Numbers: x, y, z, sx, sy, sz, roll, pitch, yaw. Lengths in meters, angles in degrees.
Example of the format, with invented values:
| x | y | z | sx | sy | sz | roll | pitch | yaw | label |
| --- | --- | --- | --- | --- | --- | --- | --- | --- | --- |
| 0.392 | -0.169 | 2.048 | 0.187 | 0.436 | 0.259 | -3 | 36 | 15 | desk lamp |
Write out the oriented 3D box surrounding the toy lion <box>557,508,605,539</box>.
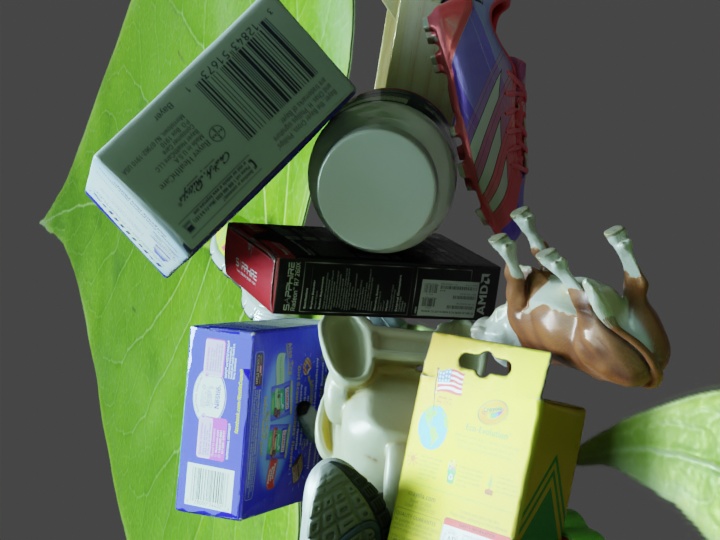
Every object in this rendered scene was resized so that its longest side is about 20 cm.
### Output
| x | y | z | sx | sy | sz | roll | pitch | yaw | label |
| --- | --- | --- | --- | --- | --- | --- | --- | --- | --- |
| 0.118 | 0.260 | 1.073 | 0.192 | 0.068 | 0.202 | 39 | 122 | 54 | toy lion |

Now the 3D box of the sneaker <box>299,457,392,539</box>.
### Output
| x | y | z | sx | sy | sz | roll | pitch | yaw | label |
| --- | --- | --- | --- | --- | --- | --- | --- | --- | --- |
| -0.020 | 0.217 | 1.115 | 0.087 | 0.074 | 0.201 | 46 | 150 | 47 | sneaker |

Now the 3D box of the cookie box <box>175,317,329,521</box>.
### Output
| x | y | z | sx | sy | sz | roll | pitch | yaw | label |
| --- | --- | --- | --- | --- | --- | --- | --- | --- | --- |
| -0.085 | 0.134 | 1.382 | 0.075 | 0.200 | 0.173 | 6 | 93 | 27 | cookie box |

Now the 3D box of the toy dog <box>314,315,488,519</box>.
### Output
| x | y | z | sx | sy | sz | roll | pitch | yaw | label |
| --- | --- | --- | --- | --- | --- | --- | --- | --- | --- |
| 0.031 | 0.158 | 1.201 | 0.201 | 0.138 | 0.195 | 101 | 163 | -44 | toy dog |

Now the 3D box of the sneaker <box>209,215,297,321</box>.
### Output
| x | y | z | sx | sy | sz | roll | pitch | yaw | label |
| --- | --- | --- | --- | --- | --- | --- | --- | --- | --- |
| -0.103 | -0.018 | 1.614 | 0.200 | 0.078 | 0.091 | 51 | 124 | 50 | sneaker |

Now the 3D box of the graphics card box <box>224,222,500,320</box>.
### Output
| x | y | z | sx | sy | sz | roll | pitch | yaw | label |
| --- | --- | --- | --- | --- | --- | --- | --- | --- | --- |
| 0.000 | 0.000 | 1.201 | 0.125 | 0.198 | 0.051 | -148 | 63 | -63 | graphics card box |

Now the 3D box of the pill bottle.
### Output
| x | y | z | sx | sy | sz | roll | pitch | yaw | label |
| --- | --- | --- | --- | --- | --- | --- | --- | --- | --- |
| 0.019 | -0.078 | 1.171 | 0.200 | 0.118 | 0.121 | -72 | -8 | -77 | pill bottle |

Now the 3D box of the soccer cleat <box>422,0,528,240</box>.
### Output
| x | y | z | sx | sy | sz | roll | pitch | yaw | label |
| --- | --- | --- | --- | --- | --- | --- | --- | --- | --- |
| 0.106 | -0.123 | 1.156 | 0.067 | 0.076 | 0.202 | 36 | -141 | -78 | soccer cleat |

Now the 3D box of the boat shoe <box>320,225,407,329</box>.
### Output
| x | y | z | sx | sy | sz | roll | pitch | yaw | label |
| --- | --- | --- | --- | --- | --- | --- | --- | --- | --- |
| -0.001 | 0.013 | 1.402 | 0.062 | 0.073 | 0.201 | -32 | 34 | 8 | boat shoe |

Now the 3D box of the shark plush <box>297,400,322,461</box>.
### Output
| x | y | z | sx | sy | sz | roll | pitch | yaw | label |
| --- | --- | --- | --- | --- | --- | --- | --- | --- | --- |
| 0.002 | 0.195 | 1.378 | 0.083 | 0.090 | 0.202 | 101 | 156 | -87 | shark plush |

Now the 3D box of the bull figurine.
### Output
| x | y | z | sx | sy | sz | roll | pitch | yaw | label |
| --- | --- | --- | --- | --- | --- | --- | --- | --- | --- |
| 0.139 | 0.025 | 1.022 | 0.200 | 0.065 | 0.122 | 12 | 130 | 59 | bull figurine |

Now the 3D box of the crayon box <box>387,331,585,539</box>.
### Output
| x | y | z | sx | sy | sz | roll | pitch | yaw | label |
| --- | --- | --- | --- | --- | --- | --- | --- | --- | --- |
| 0.087 | 0.152 | 1.039 | 0.126 | 0.051 | 0.202 | 9 | 86 | 50 | crayon box |

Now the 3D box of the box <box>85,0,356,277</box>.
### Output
| x | y | z | sx | sy | sz | roll | pitch | yaw | label |
| --- | --- | --- | --- | --- | --- | --- | --- | --- | --- |
| -0.116 | -0.100 | 1.152 | 0.184 | 0.105 | 0.200 | -45 | 6 | -12 | box |

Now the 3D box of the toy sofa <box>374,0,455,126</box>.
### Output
| x | y | z | sx | sy | sz | roll | pitch | yaw | label |
| --- | --- | --- | --- | --- | --- | --- | --- | --- | --- |
| 0.043 | -0.155 | 1.298 | 0.083 | 0.097 | 0.202 | -78 | -2 | -78 | toy sofa |
